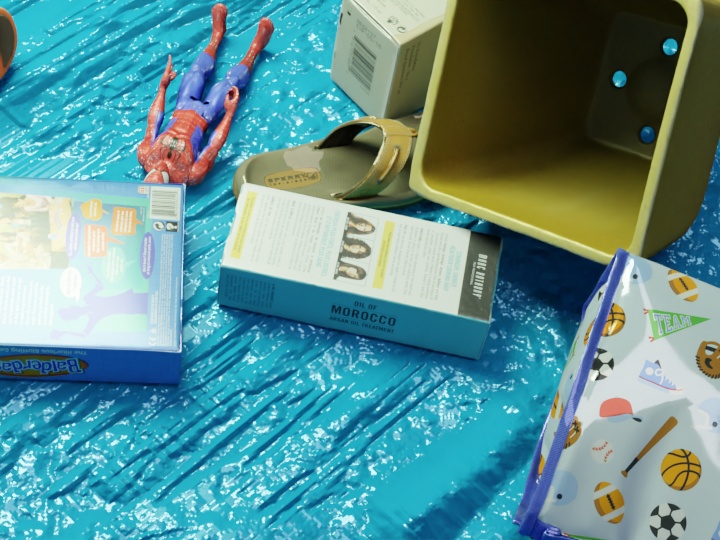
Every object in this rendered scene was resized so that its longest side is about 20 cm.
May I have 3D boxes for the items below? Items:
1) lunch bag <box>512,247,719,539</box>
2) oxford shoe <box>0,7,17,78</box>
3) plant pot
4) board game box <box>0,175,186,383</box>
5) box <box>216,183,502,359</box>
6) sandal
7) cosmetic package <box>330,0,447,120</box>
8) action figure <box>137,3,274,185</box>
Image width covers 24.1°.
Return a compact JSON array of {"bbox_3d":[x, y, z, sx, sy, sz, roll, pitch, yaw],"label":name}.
[{"bbox_3d":[0.207,0.117,1.136,0.169,0.124,0.201,19,62,3],"label":"lunch bag"},{"bbox_3d":[-0.344,-0.132,1.284,0.072,0.072,0.200,12,45,25],"label":"oxford shoe"},{"bbox_3d":[0.183,-0.131,1.262,0.194,0.196,0.199,21,18,29],"label":"plant pot"},{"bbox_3d":[-0.225,0.004,1.203,0.198,0.045,0.153,3,53,-7],"label":"board game box"},{"bbox_3d":[0.000,0.000,1.239,0.198,0.049,0.083,12,52,0],"label":"box"},{"bbox_3d":[-0.002,-0.087,1.302,0.198,0.054,0.081,-12,56,-18],"label":"sandal"},{"bbox_3d":[0.076,-0.210,1.378,0.199,0.104,0.073,-31,64,-27],"label":"cosmetic package"},{"bbox_3d":[-0.127,-0.130,1.321,0.065,0.052,0.201,20,55,2],"label":"action figure"}]
